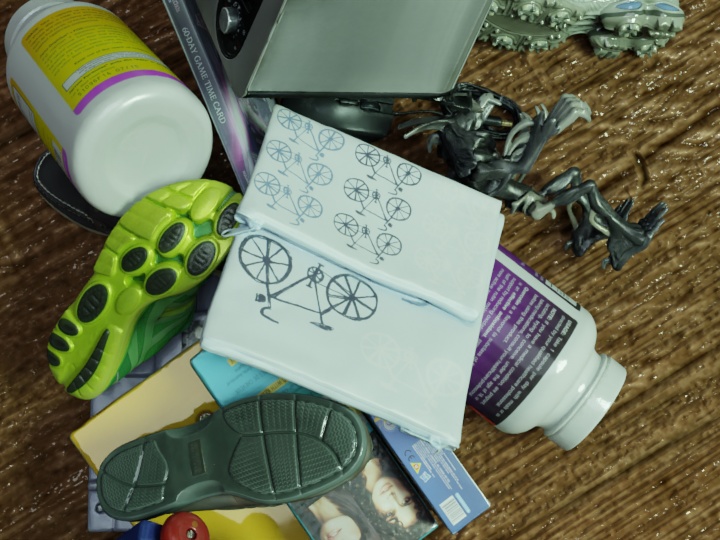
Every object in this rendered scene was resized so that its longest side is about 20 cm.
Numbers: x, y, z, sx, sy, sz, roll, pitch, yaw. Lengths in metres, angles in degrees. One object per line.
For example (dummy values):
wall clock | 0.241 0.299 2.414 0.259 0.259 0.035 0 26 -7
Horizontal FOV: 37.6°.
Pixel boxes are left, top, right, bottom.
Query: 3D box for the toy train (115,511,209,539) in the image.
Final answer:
toy train | -0.077 0.249 0.702 0.199 0.085 0.116 28 43 -28

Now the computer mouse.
computer mouse | 0.034 -0.129 0.853 0.198 0.034 0.059 0 82 -5

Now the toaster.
toaster | -0.011 -0.210 0.725 0.198 0.119 0.182 -4 54 -29

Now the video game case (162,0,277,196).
video game case | -0.092 -0.136 0.798 0.019 0.143 0.201 -23 85 12

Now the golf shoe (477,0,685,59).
golf shoe | 0.160 -0.229 0.848 0.198 0.078 0.098 2 76 -19

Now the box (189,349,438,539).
box | -0.035 0.124 0.764 0.082 0.049 0.201 -35 91 -10

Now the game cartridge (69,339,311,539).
game cartridge | -0.088 0.151 0.794 0.176 0.032 0.201 -35 92 -10

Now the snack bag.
snack bag | 0.000 0.000 0.702 0.187 0.021 0.201 24 56 -11

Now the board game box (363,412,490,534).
board game box | 0.015 0.093 0.780 0.034 0.135 0.201 -35 87 -5

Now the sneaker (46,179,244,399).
sneaker | -0.149 0.007 0.757 0.074 0.084 0.200 47 112 6

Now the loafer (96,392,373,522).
loafer | -0.080 0.128 0.714 0.198 0.063 0.072 -13 68 19

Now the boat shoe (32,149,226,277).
boat shoe | -0.168 -0.054 0.815 0.199 0.065 0.072 25 80 12

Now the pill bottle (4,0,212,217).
pill bottle | -0.194 -0.130 0.776 0.104 0.104 0.200 -40 50 -5

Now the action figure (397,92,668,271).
action figure | 0.131 -0.085 0.807 0.199 0.119 0.103 30 95 -14

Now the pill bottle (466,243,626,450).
pill bottle | 0.097 0.044 0.799 0.199 0.112 0.113 38 84 3

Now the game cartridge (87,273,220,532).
game cartridge | -0.146 0.100 0.827 0.128 0.038 0.202 -1 84 2
